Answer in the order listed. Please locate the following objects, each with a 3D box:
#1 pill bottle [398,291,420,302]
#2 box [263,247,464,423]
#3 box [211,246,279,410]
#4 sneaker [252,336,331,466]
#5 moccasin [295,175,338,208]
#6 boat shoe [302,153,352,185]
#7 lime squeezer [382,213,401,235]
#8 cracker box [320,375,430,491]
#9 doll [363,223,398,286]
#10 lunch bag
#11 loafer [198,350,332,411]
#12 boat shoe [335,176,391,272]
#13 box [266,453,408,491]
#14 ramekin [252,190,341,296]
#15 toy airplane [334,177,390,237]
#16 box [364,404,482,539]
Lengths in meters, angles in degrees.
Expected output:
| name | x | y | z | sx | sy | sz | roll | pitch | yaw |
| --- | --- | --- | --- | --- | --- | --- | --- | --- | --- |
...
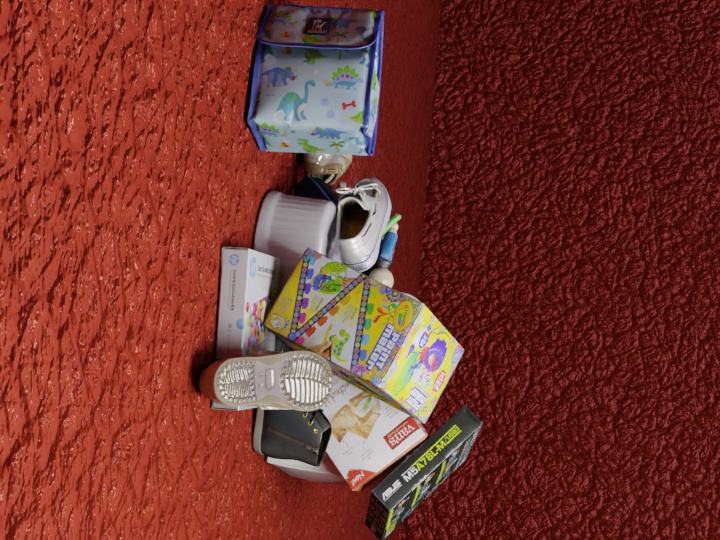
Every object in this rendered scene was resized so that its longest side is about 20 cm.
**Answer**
| name | x | y | z | sx | sy | sz | roll | pitch | yaw |
| --- | --- | --- | --- | --- | --- | --- | --- | --- | --- |
| pill bottle | 0.034 | 0.108 | 1.809 | 0.200 | 0.109 | 0.112 | 135 | -37 | -70 |
| box | 0.009 | 0.091 | 1.540 | 0.123 | 0.191 | 0.200 | -60 | 153 | -9 |
| box | -0.147 | 0.077 | 1.491 | 0.156 | 0.041 | 0.203 | 23 | 69 | -78 |
| sneaker | -0.087 | 0.175 | 1.625 | 0.075 | 0.105 | 0.202 | -33 | 131 | -65 |
| moccasin | -0.029 | -0.077 | 1.795 | 0.068 | 0.081 | 0.201 | 10 | 43 | -46 |
| boat shoe | -0.062 | -0.177 | 1.899 | 0.200 | 0.073 | 0.067 | 15 | 89 | -78 |
| lime squeezer | 0.000 | 0.000 | 1.680 | 0.070 | 0.038 | 0.202 | 26 | 90 | -42 |
| cracker box | -0.010 | 0.202 | 1.673 | 0.201 | 0.134 | 0.058 | 53 | 3 | 16 |
| doll | 0.019 | -0.020 | 1.808 | 0.137 | 0.048 | 0.200 | -52 | -161 | 15 |
| lunch bag | -0.057 | -0.269 | 1.559 | 0.128 | 0.168 | 0.202 | 77 | 19 | -71 |
| loafer | -0.115 | 0.131 | 1.392 | 0.199 | 0.068 | 0.077 | 11 | 84 | -46 |
| boat shoe | -0.006 | -0.092 | 1.668 | 0.203 | 0.074 | 0.087 | -76 | 152 | -48 |
| box | -0.023 | 0.247 | 1.803 | 0.199 | 0.198 | 0.173 | 66 | 33 | -72 |
| ramekin | -0.088 | -0.013 | 1.668 | 0.200 | 0.096 | 0.203 | 3 | 90 | -81 |
| toy airplane | -0.008 | -0.058 | 2.014 | 0.200 | 0.140 | 0.201 | 172 | -68 | -82 |
| box | 0.091 | 0.306 | 1.712 | 0.193 | 0.048 | 0.200 | -38 | 162 | -18 |
